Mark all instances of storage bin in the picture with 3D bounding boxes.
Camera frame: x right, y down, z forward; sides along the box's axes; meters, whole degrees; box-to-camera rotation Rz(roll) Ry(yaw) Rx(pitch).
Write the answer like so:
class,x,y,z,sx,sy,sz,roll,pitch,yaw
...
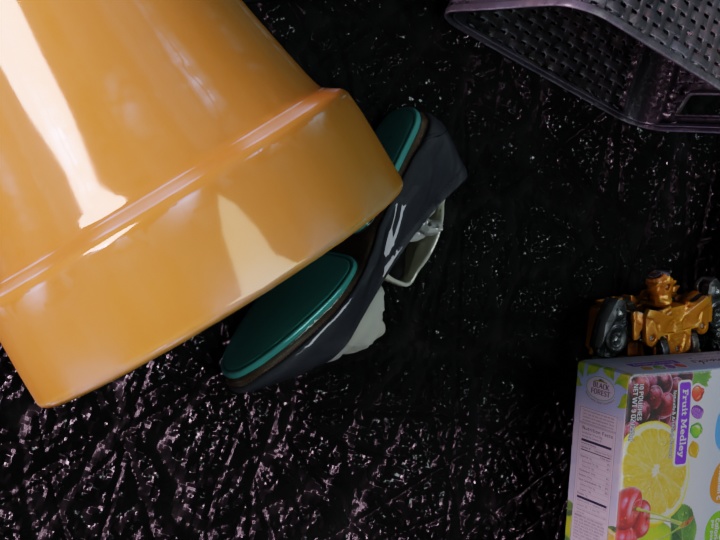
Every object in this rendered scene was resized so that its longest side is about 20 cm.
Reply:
class,x,y,z,sx,sy,sz,roll,pitch,yaw
storage bin,0.167,-0.162,0.824,0.199,0.135,0.095,22,84,-34

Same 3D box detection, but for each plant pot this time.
class,x,y,z,sx,sy,sz,roll,pitch,yaw
plant pot,-0.109,-0.068,0.627,0.199,0.200,0.184,-34,98,-26

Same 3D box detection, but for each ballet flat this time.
class,x,y,z,sx,sy,sz,roll,pitch,yaw
ballet flat,0.000,0.000,0.774,0.073,0.073,0.201,44,70,-30

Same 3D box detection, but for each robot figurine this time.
class,x,y,z,sx,sy,sz,roll,pitch,yaw
robot figurine,0.199,0.098,0.929,0.144,0.058,0.202,-9,102,-34

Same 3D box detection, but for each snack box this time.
class,x,y,z,sx,sy,sz,roll,pitch,yaw
snack box,0.227,0.127,0.883,0.198,0.053,0.144,-1,99,-33

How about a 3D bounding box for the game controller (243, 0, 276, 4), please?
class,x,y,z,sx,sy,sz,roll,pitch,yaw
game controller,-0.024,-0.207,0.753,0.198,0.042,0.105,-14,90,-33
